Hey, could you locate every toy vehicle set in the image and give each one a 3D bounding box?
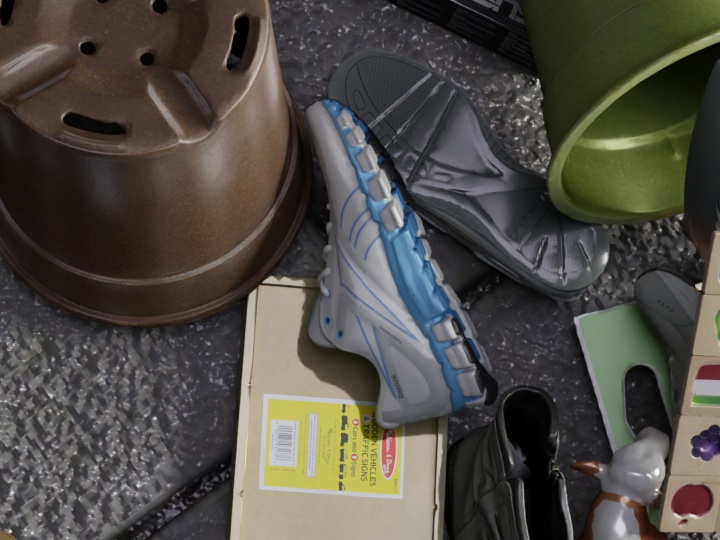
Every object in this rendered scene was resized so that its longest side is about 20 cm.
[{"bbox_3d":[-0.013,0.105,1.142,0.124,0.027,0.200,6,74,-8],"label":"toy vehicle set"}]

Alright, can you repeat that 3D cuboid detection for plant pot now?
[{"bbox_3d":[0.167,-0.159,1.127,0.200,0.200,0.190,-15,65,-13],"label":"plant pot"},{"bbox_3d":[-0.123,-0.092,1.074,0.200,0.198,0.200,1,70,-3],"label":"plant pot"}]

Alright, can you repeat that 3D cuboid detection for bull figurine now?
[{"bbox_3d":[0.154,0.191,1.093,0.065,0.121,0.200,-3,77,11],"label":"bull figurine"}]

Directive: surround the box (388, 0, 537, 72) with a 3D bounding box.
[{"bbox_3d":[0.068,-0.236,1.239,0.200,0.044,0.160,26,72,-2],"label":"box"}]

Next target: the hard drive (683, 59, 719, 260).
[{"bbox_3d":[0.254,-0.060,1.096,0.135,0.200,0.042,-7,64,1],"label":"hard drive"}]

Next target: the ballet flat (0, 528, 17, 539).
[{"bbox_3d":[-0.280,0.165,1.057,0.200,0.072,0.068,2,76,-9],"label":"ballet flat"}]

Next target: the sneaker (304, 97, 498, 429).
[{"bbox_3d":[0.000,0.000,1.117,0.087,0.075,0.200,-24,87,12],"label":"sneaker"}]

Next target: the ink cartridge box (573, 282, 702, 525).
[{"bbox_3d":[0.245,0.072,1.187,0.200,0.048,0.146,-16,77,2],"label":"ink cartridge box"}]

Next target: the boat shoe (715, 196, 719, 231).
[{"bbox_3d":[0.248,0.030,1.089,0.067,0.074,0.200,-36,120,21],"label":"boat shoe"}]

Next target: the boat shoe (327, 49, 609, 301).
[{"bbox_3d":[0.062,-0.054,1.185,0.202,0.065,0.074,37,74,6],"label":"boat shoe"}]

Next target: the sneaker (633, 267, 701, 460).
[{"bbox_3d":[0.203,0.092,1.128,0.092,0.076,0.200,-34,71,10],"label":"sneaker"}]

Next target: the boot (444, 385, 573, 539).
[{"bbox_3d":[0.087,0.172,1.087,0.068,0.131,0.200,-7,76,-11],"label":"boot"}]

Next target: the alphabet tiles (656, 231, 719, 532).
[{"bbox_3d":[0.265,0.065,1.049,0.200,0.008,0.167,4,105,-17],"label":"alphabet tiles"}]
